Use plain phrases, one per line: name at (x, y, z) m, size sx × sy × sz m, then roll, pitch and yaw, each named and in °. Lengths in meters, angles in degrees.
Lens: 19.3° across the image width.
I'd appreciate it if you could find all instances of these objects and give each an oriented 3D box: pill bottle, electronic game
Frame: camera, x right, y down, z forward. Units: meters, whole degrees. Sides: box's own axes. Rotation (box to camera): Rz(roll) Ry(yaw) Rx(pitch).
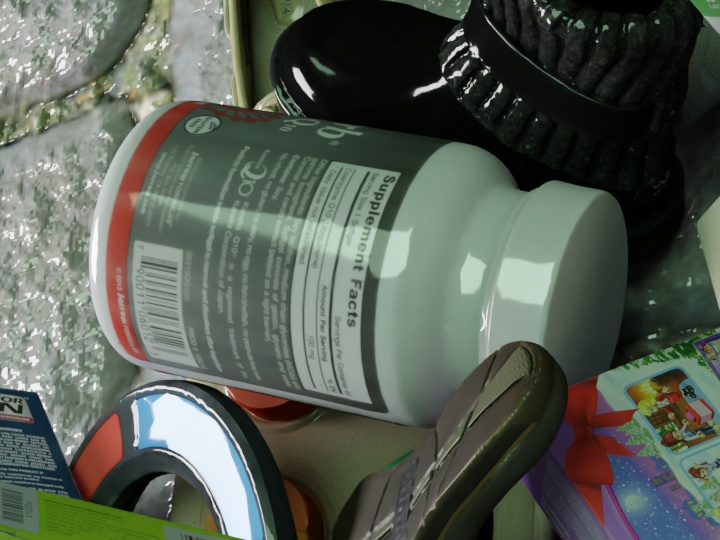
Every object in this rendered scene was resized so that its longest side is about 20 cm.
pill bottle at (0.000, 0.000, 0.860) m, size 0.198 × 0.116 × 0.117 m, roll 11°, pitch 72°, yaw 24°
electronic game at (-0.085, 0.146, 0.888) m, size 0.199 × 0.041 × 0.202 m, roll -15°, pitch 71°, yaw 52°

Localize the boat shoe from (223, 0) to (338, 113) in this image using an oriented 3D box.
boat shoe at (-0.031, -0.093, 0.996) m, size 0.073 × 0.063 × 0.202 m, roll -20°, pitch 53°, yaw 16°

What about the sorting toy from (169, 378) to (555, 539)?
sorting toy at (-0.005, 0.074, 0.919) m, size 0.198 × 0.036 × 0.187 m, roll -10°, pitch 62°, yaw 29°

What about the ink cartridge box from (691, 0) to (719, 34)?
ink cartridge box at (0.198, -0.132, 0.789) m, size 0.083 × 0.200 × 0.148 m, roll 2°, pitch 67°, yaw 37°

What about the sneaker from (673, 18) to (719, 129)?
sneaker at (0.108, -0.143, 0.936) m, size 0.092 × 0.076 × 0.200 m, roll -46°, pitch 49°, yaw 10°

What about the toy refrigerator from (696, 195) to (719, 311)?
toy refrigerator at (0.178, 0.047, 0.720) m, size 0.070 × 0.075 × 0.201 m, roll -51°, pitch 31°, yaw 35°

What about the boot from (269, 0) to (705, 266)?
boot at (0.046, -0.099, 0.870) m, size 0.210 × 0.158 × 0.080 m, roll 22°, pitch 62°, yaw 22°

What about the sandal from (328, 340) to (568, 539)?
sandal at (0.031, 0.100, 0.792) m, size 0.200 × 0.054 × 0.082 m, roll -53°, pitch 16°, yaw 40°

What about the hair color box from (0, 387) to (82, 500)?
hair color box at (-0.156, 0.143, 0.911) m, size 0.200 × 0.060 × 0.101 m, roll 55°, pitch 130°, yaw 54°

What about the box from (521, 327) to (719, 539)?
box at (0.160, 0.104, 0.752) m, size 0.136 × 0.039 × 0.200 m, roll -19°, pitch 49°, yaw -18°

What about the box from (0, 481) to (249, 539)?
box at (-0.113, 0.187, 0.793) m, size 0.048 × 0.121 × 0.201 m, roll -117°, pitch 44°, yaw -67°
